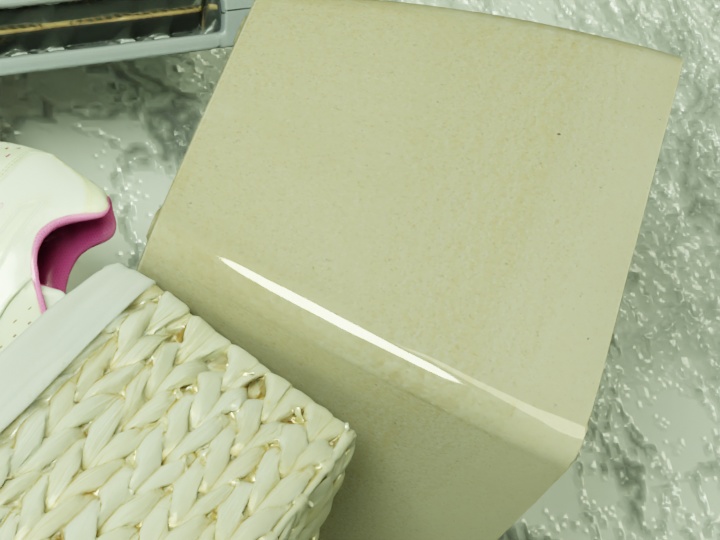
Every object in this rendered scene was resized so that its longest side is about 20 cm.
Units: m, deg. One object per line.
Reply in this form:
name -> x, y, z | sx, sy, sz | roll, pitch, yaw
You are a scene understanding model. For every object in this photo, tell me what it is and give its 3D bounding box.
plant pot -> 0.000, 0.000, 0.771 | 0.177, 0.200, 0.200 | 22, 58, -5
golf shoe -> -0.160, 0.040, 0.717 | 0.091, 0.075, 0.200 | 15, 80, 4
game cartridge -> -0.146, -0.113, 0.793 | 0.200, 0.133, 0.042 | -12, 112, -33
basket -> -0.105, 0.116, 0.650 | 0.123, 0.136, 0.200 | 31, 41, 10
